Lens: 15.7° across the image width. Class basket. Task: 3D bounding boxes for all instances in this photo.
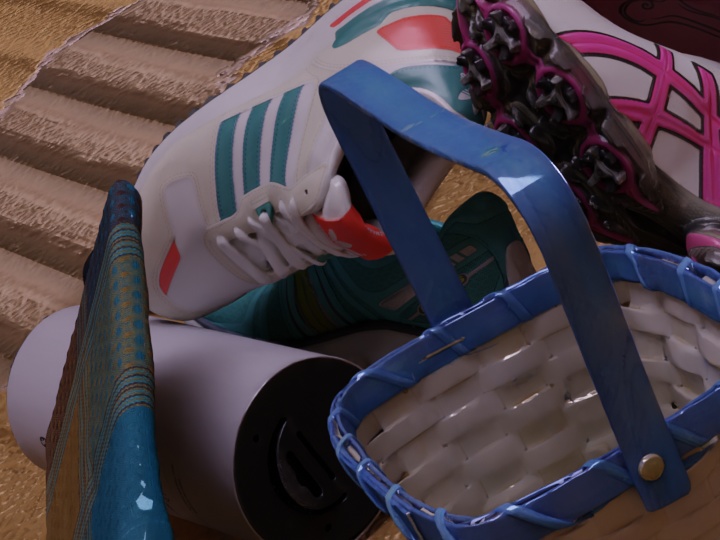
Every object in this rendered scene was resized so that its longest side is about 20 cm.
[{"bbox_3d":[0.057,0.032,0.854,0.139,0.201,0.176,-33,25,-8],"label":"basket"}]

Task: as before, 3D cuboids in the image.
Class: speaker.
[{"bbox_3d":[-0.070,0.064,1.088,0.081,0.082,0.200,-40,25,-24],"label":"speaker"}]

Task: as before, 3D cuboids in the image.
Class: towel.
[{"bbox_3d":[-0.096,0.083,0.976,0.022,0.147,0.201,8,40,-14],"label":"towel"}]

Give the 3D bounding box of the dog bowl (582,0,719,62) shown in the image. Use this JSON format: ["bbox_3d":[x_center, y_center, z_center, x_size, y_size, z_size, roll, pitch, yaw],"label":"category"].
[{"bbox_3d":[0.140,-0.089,1.030,0.199,0.200,0.074,-11,46,37],"label":"dog bowl"}]

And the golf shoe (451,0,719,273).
[{"bbox_3d":[0.119,-0.046,0.974,0.092,0.200,0.073,-44,-2,-28],"label":"golf shoe"}]

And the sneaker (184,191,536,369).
[{"bbox_3d":[0.000,0.000,1.126,0.199,0.080,0.077,-2,18,43],"label":"sneaker"}]

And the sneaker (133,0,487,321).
[{"bbox_3d":[-0.024,-0.032,1.044,0.200,0.070,0.094,-39,36,24],"label":"sneaker"}]

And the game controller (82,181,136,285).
[{"bbox_3d":[-0.058,-0.021,1.313,0.199,0.042,0.105,-3,49,47],"label":"game controller"}]
